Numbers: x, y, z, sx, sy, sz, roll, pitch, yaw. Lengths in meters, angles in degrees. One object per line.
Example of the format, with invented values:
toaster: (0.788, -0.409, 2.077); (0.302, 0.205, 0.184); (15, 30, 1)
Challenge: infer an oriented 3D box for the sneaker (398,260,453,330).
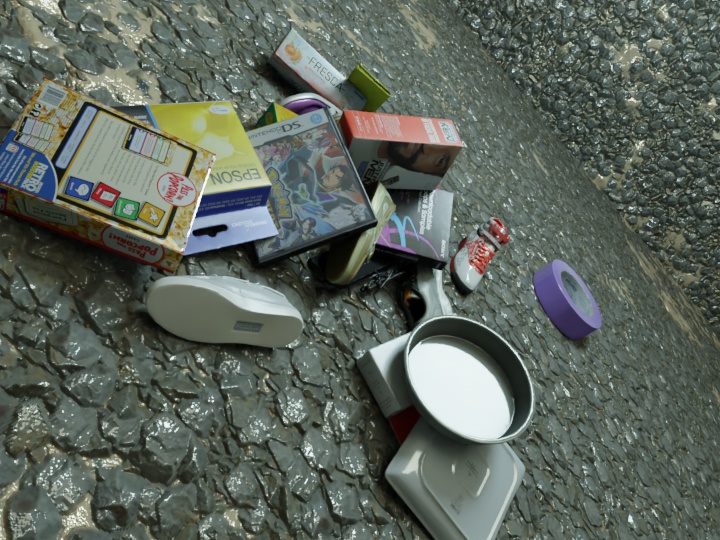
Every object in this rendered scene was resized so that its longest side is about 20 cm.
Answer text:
sneaker: (0.100, 0.022, 1.004); (0.078, 0.074, 0.203); (13, 49, -37)

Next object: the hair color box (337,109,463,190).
hair color box: (0.052, -0.190, 0.942); (0.197, 0.111, 0.065); (-3, 58, -25)

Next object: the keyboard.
keyboard: (0.000, 0.000, 0.948); (0.103, 0.040, 0.199); (36, 30, 19)

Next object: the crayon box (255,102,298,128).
crayon box: (-0.099, -0.166, 0.948); (0.118, 0.058, 0.203); (19, 45, -40)

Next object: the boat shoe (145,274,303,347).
boat shoe: (-0.156, 0.037, 0.680); (0.198, 0.073, 0.069); (11, 28, -37)

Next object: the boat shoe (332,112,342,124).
boat shoe: (-0.014, -0.208, 1.040); (0.200, 0.073, 0.063); (52, 26, -73)

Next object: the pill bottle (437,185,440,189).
pill bottle: (0.091, -0.163, 1.115); (0.111, 0.112, 0.203); (7, 59, -47)

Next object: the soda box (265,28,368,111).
soda box: (-0.083, -0.368, 1.134); (0.199, 0.068, 0.064); (38, 76, -21)

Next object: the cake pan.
cake pan: (0.147, 0.153, 0.809); (0.197, 0.037, 0.202); (12, 46, -13)

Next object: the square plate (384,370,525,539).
square plate: (0.144, 0.275, 0.792); (0.201, 0.028, 0.198); (52, 48, -9)

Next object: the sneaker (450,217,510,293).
sneaker: (0.255, -0.041, 1.220); (0.067, 0.108, 0.202); (44, 34, -10)

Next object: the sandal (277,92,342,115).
sandal: (-0.079, -0.270, 1.049); (0.201, 0.082, 0.050); (-8, 60, -55)

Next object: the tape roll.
tape roll: (0.531, 0.074, 1.492); (0.199, 0.065, 0.202); (31, 38, -28)

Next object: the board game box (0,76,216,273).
board game box: (-0.272, -0.102, 0.629); (0.198, 0.046, 0.153); (23, 51, -20)

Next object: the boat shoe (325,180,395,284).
boat shoe: (0.007, -0.051, 0.889); (0.063, 0.073, 0.202); (44, 44, -26)

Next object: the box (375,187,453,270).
box: (0.060, -0.093, 0.989); (0.197, 0.036, 0.145); (15, 64, -12)

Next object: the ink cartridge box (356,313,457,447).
ink cartridge box: (0.113, 0.173, 0.856); (0.198, 0.045, 0.178); (-17, 70, -40)

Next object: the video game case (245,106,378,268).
video game case: (-0.093, -0.125, 0.834); (0.178, 0.026, 0.203); (-20, 73, -12)

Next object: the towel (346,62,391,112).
towel: (0.004, -0.354, 1.170); (0.086, 0.018, 0.200); (37, -8, -11)

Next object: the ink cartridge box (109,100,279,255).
ink cartridge box: (-0.216, -0.123, 0.740); (0.196, 0.047, 0.202); (-17, 70, -42)
